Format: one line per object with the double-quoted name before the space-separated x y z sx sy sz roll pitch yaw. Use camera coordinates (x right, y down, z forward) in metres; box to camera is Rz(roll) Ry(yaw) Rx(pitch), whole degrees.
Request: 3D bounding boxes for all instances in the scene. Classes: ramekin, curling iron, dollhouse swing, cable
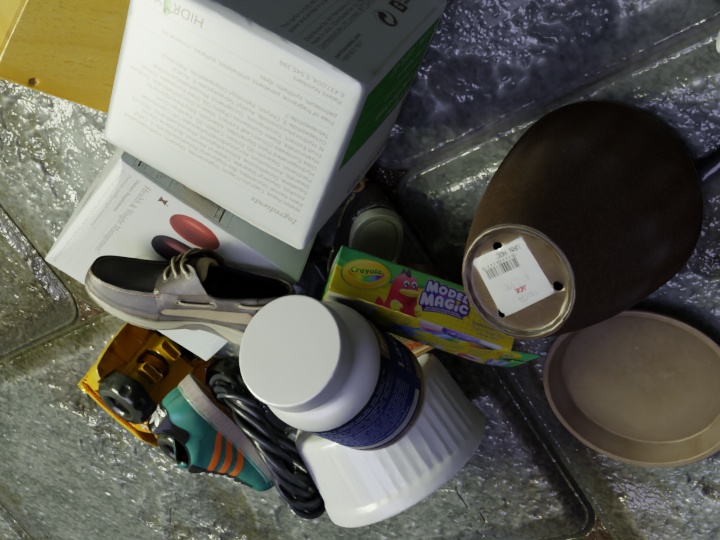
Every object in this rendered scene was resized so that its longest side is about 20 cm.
"ramekin" 0.026 0.173 1.064 0.200 0.200 0.098 -24 104 37
"curling iron" 0.279 -0.079 0.865 0.050 0.026 0.200 49 130 -8
"dollhouse swing" -0.267 -0.291 0.919 0.181 0.176 0.200 15 122 -38
"cable" -0.102 0.191 1.084 0.051 0.164 0.200 -31 143 -2

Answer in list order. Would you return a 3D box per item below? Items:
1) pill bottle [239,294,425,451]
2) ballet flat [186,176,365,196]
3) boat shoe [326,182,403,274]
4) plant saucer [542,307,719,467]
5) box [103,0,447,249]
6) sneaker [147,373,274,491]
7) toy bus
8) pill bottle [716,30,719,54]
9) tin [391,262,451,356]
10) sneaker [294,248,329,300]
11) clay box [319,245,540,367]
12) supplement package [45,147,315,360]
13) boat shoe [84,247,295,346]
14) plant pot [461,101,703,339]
"pill bottle" -0.022 0.093 0.889 0.115 0.117 0.200 5 166 23
"ballet flat" -0.068 -0.082 0.923 0.068 0.199 0.063 -15 93 52
"boat shoe" 0.000 0.000 1.042 0.071 0.061 0.202 1 134 -17
"plant saucer" 0.285 0.116 1.001 0.199 0.030 0.201 14 128 18
"box" -0.069 -0.169 0.822 0.199 0.199 0.172 30 131 4
"sneaker" -0.171 0.203 1.140 0.071 0.080 0.200 43 170 52
"toy bus" -0.254 0.161 1.247 0.200 0.136 0.192 44 144 -12
"pill bottle" 0.369 -0.166 0.705 0.199 0.106 0.107 26 131 8
"tin" 0.011 0.062 1.037 0.199 0.042 0.112 -28 131 11
"sneaker" -0.083 0.060 1.105 0.080 0.086 0.201 23 131 9
"clay box" 0.064 0.038 0.919 0.199 0.048 0.115 18 168 -4
"supplement package" -0.172 -0.049 1.004 0.199 0.148 0.191 34 135 -17
"boat shoe" -0.151 0.012 0.909 0.198 0.075 0.074 12 127 -8
"plant pot" 0.166 -0.026 0.819 0.186 0.200 0.188 13 117 28
